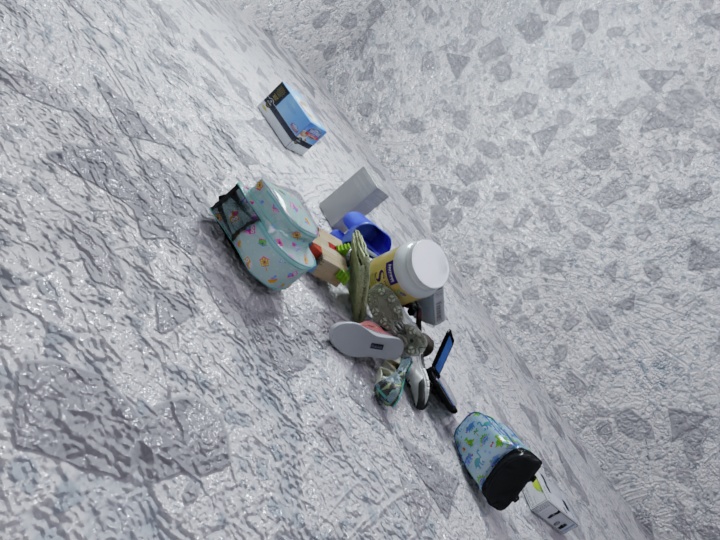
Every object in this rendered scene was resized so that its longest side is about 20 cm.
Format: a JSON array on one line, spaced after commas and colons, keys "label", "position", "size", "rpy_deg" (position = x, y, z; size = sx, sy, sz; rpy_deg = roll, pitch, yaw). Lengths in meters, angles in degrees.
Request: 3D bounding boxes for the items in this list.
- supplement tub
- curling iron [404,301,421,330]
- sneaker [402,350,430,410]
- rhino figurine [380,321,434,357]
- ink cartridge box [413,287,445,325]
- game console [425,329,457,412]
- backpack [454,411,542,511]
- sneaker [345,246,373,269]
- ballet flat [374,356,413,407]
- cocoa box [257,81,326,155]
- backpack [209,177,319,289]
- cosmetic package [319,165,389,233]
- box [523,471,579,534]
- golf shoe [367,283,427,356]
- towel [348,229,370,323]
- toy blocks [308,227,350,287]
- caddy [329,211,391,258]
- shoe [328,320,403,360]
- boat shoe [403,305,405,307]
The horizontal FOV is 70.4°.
[{"label": "supplement tub", "position": [0.114, 0.010, 1.298], "size": [0.145, 0.200, 0.147], "rpy_deg": [12, 68, -32]}, {"label": "curling iron", "position": [0.155, 0.160, 1.422], "size": [0.049, 0.025, 0.201], "rpy_deg": [34, -35, 44]}, {"label": "sneaker", "position": [0.123, 0.254, 1.273], "size": [0.074, 0.079, 0.201], "rpy_deg": [99, -14, -50]}, {"label": "rhino figurine", "position": [0.122, 0.175, 1.369], "size": [0.200, 0.087, 0.060], "rpy_deg": [43, 18, -28]}, {"label": "ink cartridge box", "position": [0.147, 0.051, 1.430], "size": [0.047, 0.199, 0.161], "rpy_deg": [-20, 112, -37]}, {"label": "game console", "position": [0.242, 0.274, 1.357], "size": [0.177, 0.116, 0.200], "rpy_deg": [59, 3, 22]}, {"label": "backpack", "position": [0.316, 0.437, 1.235], "size": [0.153, 0.164, 0.200], "rpy_deg": [33, 13, -9]}, {"label": "sneaker", "position": [0.000, 0.000, 1.402], "size": [0.199, 0.078, 0.092], "rpy_deg": [17, 37, -40]}, {"label": "ballet flat", "position": [0.073, 0.232, 1.153], "size": [0.074, 0.074, 0.200], "rpy_deg": [51, 17, -2]}, {"label": "cocoa box", "position": [-0.241, -0.539, 1.819], "size": [0.201, 0.131, 0.133], "rpy_deg": [56, 17, 14]}, {"label": "backpack", "position": [-0.171, -0.068, 0.999], "size": [0.201, 0.153, 0.176], "rpy_deg": [64, 14, 16]}, {"label": "cosmetic package", "position": [-0.022, -0.223, 1.628], "size": [0.090, 0.200, 0.107], "rpy_deg": [21, 36, -56]}, {"label": "box", "position": [0.554, 0.681, 1.510], "size": [0.200, 0.060, 0.117], "rpy_deg": [43, 19, -28]}, {"label": "golf shoe", "position": [0.087, 0.123, 1.256], "size": [0.201, 0.078, 0.097], "rpy_deg": [56, 5, 11]}, {"label": "towel", "position": [-0.003, 0.017, 1.254], "size": [0.036, 0.201, 0.149], "rpy_deg": [-1, 35, -8]}, {"label": "toy blocks", "position": [-0.106, -0.048, 1.252], "size": [0.136, 0.100, 0.200], "rpy_deg": [29, 24, -26]}, {"label": "caddy", "position": [0.005, -0.076, 1.470], "size": [0.200, 0.142, 0.105], "rpy_deg": [31, 14, -49]}, {"label": "shoe", "position": [-0.002, 0.150, 1.144], "size": [0.199, 0.072, 0.091], "rpy_deg": [18, 3, -34]}, {"label": "boat shoe", "position": [0.068, 0.082, 1.455], "size": [0.069, 0.084, 0.200], "rpy_deg": [65, -4, -25]}]
